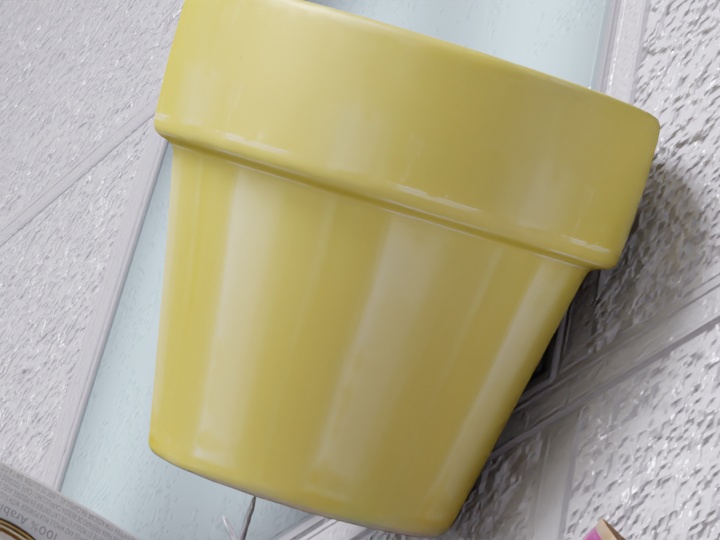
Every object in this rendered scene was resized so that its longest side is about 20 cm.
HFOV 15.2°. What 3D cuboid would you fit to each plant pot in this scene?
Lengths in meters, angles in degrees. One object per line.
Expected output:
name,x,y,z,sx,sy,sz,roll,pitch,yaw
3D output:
plant pot,0.000,0.000,1.097,0.201,0.200,0.189,19,92,68

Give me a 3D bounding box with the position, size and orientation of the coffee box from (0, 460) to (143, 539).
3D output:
coffee box,-0.177,0.205,1.162,0.200,0.199,0.198,-13,49,59

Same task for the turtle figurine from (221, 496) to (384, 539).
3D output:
turtle figurine,-0.013,0.169,0.999,0.150,0.100,0.201,120,155,-65

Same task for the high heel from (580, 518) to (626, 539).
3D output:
high heel,0.069,0.148,0.885,0.096,0.067,0.200,-45,18,5
